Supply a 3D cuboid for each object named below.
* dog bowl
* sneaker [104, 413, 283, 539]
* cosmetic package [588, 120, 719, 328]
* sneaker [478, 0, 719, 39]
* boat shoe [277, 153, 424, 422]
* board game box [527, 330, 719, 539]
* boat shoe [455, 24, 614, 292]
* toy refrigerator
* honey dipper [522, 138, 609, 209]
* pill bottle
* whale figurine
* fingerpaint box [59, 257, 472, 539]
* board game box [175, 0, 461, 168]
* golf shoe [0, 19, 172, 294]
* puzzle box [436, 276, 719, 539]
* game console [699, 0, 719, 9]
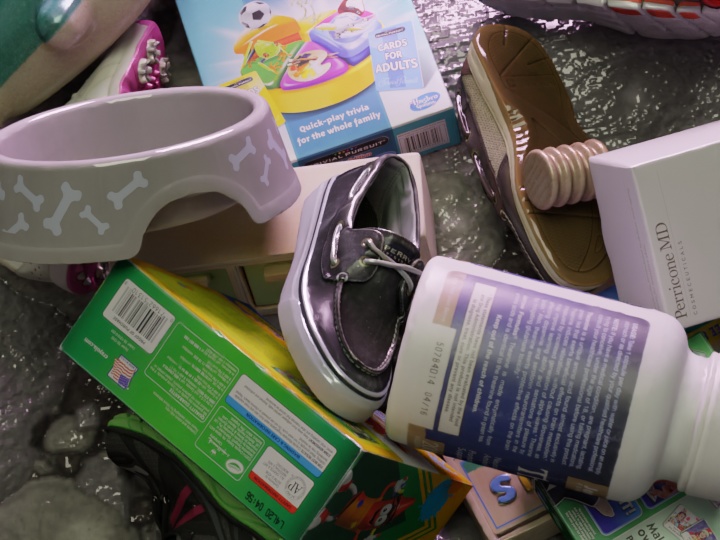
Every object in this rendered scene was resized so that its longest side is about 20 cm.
[{"bbox_3d":[-0.137,-0.061,1.643,0.199,0.059,0.200,-8,16,2],"label":"dog bowl"},{"bbox_3d":[-0.098,0.152,1.635,0.200,0.077,0.084,39,95,39],"label":"sneaker"},{"bbox_3d":[0.249,-0.042,1.641,0.199,0.085,0.108,-18,99,-13],"label":"cosmetic package"},{"bbox_3d":[0.167,-0.203,1.780,0.199,0.077,0.082,10,82,15],"label":"sneaker"},{"bbox_3d":[0.000,0.000,1.584,0.071,0.072,0.200,-40,32,29],"label":"boat shoe"},{"bbox_3d":[0.197,0.152,1.596,0.134,0.029,0.200,-29,70,-8],"label":"board game box"},{"bbox_3d":[0.110,-0.062,1.730,0.073,0.065,0.201,1,55,-24],"label":"boat shoe"},{"bbox_3d":[-0.054,-0.015,1.724,0.199,0.076,0.070,-6,60,5],"label":"toy refrigerator"},{"bbox_3d":[0.194,-0.071,1.702,0.199,0.038,0.038,-10,56,-27],"label":"honey dipper"},{"bbox_3d":[0.121,0.068,1.556,0.199,0.111,0.111,14,64,5],"label":"pill bottle"},{"bbox_3d":[-0.216,-0.173,1.798,0.104,0.159,0.200,44,89,-13],"label":"whale figurine"},{"bbox_3d":[-0.054,0.088,1.606,0.200,0.167,0.073,38,96,26],"label":"fingerpaint box"},{"bbox_3d":[-0.036,-0.151,1.813,0.150,0.047,0.201,-19,60,-2],"label":"board game box"},{"bbox_3d":[-0.186,-0.082,1.787,0.091,0.075,0.201,9,62,18],"label":"golf shoe"},{"bbox_3d":[0.140,0.078,1.668,0.199,0.025,0.133,-27,61,-6],"label":"puzzle box"},{"bbox_3d":[0.190,-0.234,1.772,0.172,0.200,0.119,-2,102,35],"label":"game console"}]
